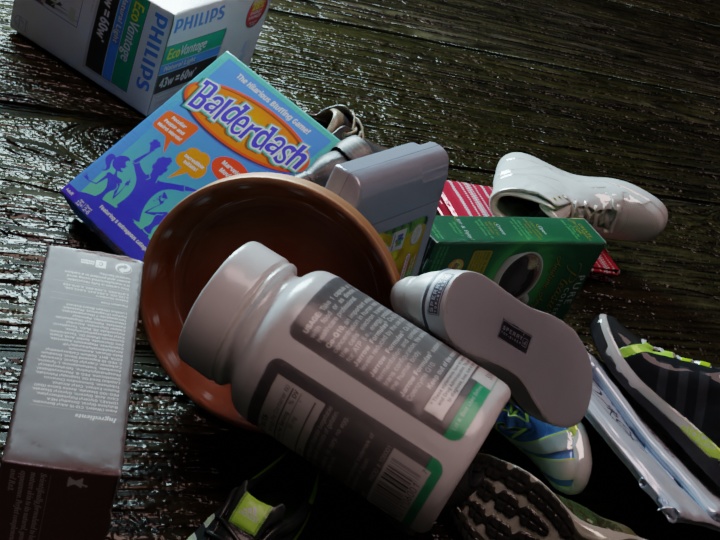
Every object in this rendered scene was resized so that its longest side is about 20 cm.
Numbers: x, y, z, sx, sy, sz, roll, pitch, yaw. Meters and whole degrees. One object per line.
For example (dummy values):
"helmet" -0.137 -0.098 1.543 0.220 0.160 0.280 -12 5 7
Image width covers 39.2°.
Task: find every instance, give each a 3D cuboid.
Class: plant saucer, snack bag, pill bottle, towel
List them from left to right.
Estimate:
"plant saucer" -0.065 0.025 0.743 0.200 0.201 0.032 25 22 2
"pill bottle" -0.012 0.071 0.664 0.200 0.113 0.113 32 36 9
"towel" 0.179 -0.046 1.130 0.199 0.023 0.145 7 36 -26
"snack bag" 0.239 0.139 0.853 0.200 0.021 0.189 25 24 -51

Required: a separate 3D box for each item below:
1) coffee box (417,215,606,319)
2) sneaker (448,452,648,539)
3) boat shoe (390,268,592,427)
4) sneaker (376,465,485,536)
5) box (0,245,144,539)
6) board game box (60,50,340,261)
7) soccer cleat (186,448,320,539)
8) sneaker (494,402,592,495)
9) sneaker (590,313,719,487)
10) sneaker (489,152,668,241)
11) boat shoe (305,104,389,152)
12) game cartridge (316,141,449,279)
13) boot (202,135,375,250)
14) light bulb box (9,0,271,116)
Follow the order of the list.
"coffee box" 0.122 0.009 0.941 0.199 0.123 0.044 -2 39 -30
"sneaker" 0.153 0.204 0.772 0.199 0.077 0.089 30 4 11
"boat shoe" 0.098 0.058 0.736 0.066 0.072 0.200 7 -17 48
"sneaker" 0.055 0.104 0.782 0.076 0.091 0.201 40 31 -39
"box" -0.193 0.086 0.674 0.075 0.100 0.200 10 37 -17
"board game box" -0.135 -0.081 0.882 0.152 0.045 0.200 39 73 22
"soccer cleat" -0.088 0.181 0.627 0.067 0.081 0.200 31 36 10
"sneaker" 0.112 0.114 0.854 0.105 0.076 0.200 -7 39 -16
"sneaker" 0.292 0.102 0.892 0.200 0.083 0.072 48 12 16
"sneaker" 0.236 -0.058 1.106 0.199 0.074 0.116 17 33 7
"boat shoe" -0.028 -0.118 0.981 0.199 0.073 0.075 9 39 -21
"game cartridge" 0.000 0.000 0.810 0.040 0.201 0.133 36 37 31
"boot" -0.062 -0.012 0.848 0.174 0.201 0.069 -30 46 -24
"light bulb box" -0.238 -0.294 1.120 0.200 0.125 0.198 34 35 12
